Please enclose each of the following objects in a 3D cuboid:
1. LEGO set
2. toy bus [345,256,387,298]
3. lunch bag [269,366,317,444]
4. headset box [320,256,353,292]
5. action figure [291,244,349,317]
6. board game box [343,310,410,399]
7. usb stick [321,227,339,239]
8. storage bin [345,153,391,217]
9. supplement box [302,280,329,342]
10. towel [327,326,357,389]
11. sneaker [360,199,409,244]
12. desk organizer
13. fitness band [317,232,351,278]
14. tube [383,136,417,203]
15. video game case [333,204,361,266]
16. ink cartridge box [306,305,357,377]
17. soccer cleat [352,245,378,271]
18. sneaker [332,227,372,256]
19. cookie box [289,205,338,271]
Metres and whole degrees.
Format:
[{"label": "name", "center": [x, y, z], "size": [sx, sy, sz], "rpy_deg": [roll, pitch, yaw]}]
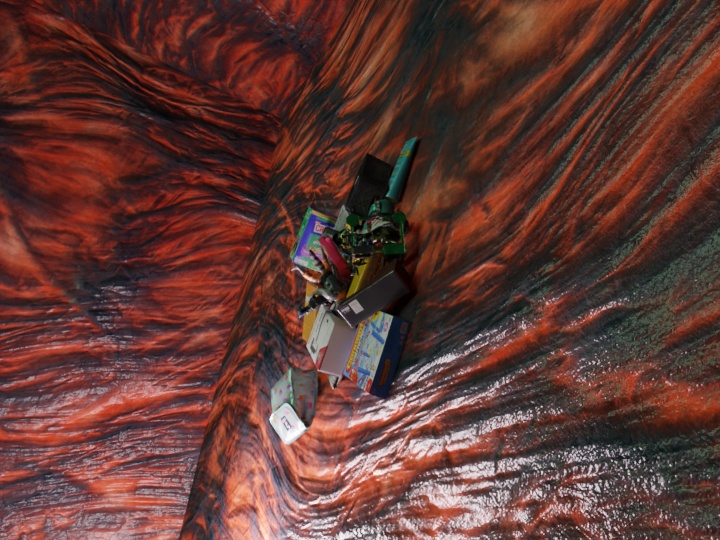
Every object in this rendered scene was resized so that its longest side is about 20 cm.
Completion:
[{"label": "LEGO set", "center": [0.043, -0.073, 1.491], "size": [0.116, 0.194, 0.158], "rpy_deg": [94, 165, -67]}, {"label": "toy bus", "center": [0.017, 0.046, 1.588], "size": [0.065, 0.077, 0.204], "rpy_deg": [-3, 63, 67]}, {"label": "lunch bag", "center": [-0.215, 0.444, 1.784], "size": [0.170, 0.119, 0.204], "rpy_deg": [-45, 41, 43]}, {"label": "headset box", "center": [-0.086, 0.058, 1.841], "size": [0.151, 0.073, 0.202], "rpy_deg": [-62, 23, 24]}, {"label": "action figure", "center": [-0.116, 0.045, 1.601], "size": [0.199, 0.194, 0.105], "rpy_deg": [-39, -4, -35]}, {"label": "board game box", "center": [0.039, 0.208, 1.442], "size": [0.195, 0.055, 0.205], "rpy_deg": [11, 83, 68]}, {"label": "usb stick", "center": [-0.087, -0.108, 1.856], "size": [0.199, 0.032, 0.057], "rpy_deg": [28, 108, 63]}, {"label": "storage bin", "center": [0.025, -0.267, 1.747], "size": [0.202, 0.092, 0.137], "rpy_deg": [-80, 15, -57]}, {"label": "supplement box", "center": [-0.139, 0.132, 1.746], "size": [0.068, 0.065, 0.206], "rpy_deg": [24, 115, 43]}, {"label": "towel", "center": [-0.060, 0.236, 1.704], "size": [0.193, 0.034, 0.204], "rpy_deg": [-126, 56, -68]}, {"label": "sneaker", "center": [0.081, -0.154, 1.613], "size": [0.198, 0.083, 0.124], "rpy_deg": [-12, 55, 50]}, {"label": "desk organizer", "center": [0.036, 0.059, 1.445], "size": [0.198, 0.072, 0.077], "rpy_deg": [-34, 17, 25]}, {"label": "fitness band", "center": [-0.075, -0.043, 1.689], "size": [0.037, 0.145, 0.200], "rpy_deg": [-35, -7, 0]}, {"label": "tube", "center": [0.125, -0.310, 1.681], "size": [0.077, 0.050, 0.205], "rpy_deg": [3, 72, 62]}, {"label": "video game case", "center": [-0.050, -0.108, 1.837], "size": [0.146, 0.018, 0.202], "rpy_deg": [-66, 29, 28]}, {"label": "ink cartridge box", "center": [-0.088, 0.204, 1.631], "size": [0.150, 0.081, 0.200], "rpy_deg": [-70, 19, 6]}, {"label": "soccer cleat", "center": [0.000, 0.000, 1.678], "size": [0.069, 0.076, 0.205], "rpy_deg": [-24, 51, 61]}, {"label": "sneaker", "center": [-0.028, -0.082, 1.611], "size": [0.198, 0.082, 0.072], "rpy_deg": [7, 66, 62]}, {"label": "cookie box", "center": [-0.146, -0.107, 1.998], "size": [0.204, 0.168, 0.075], "rpy_deg": [-67, 25, 9]}]
